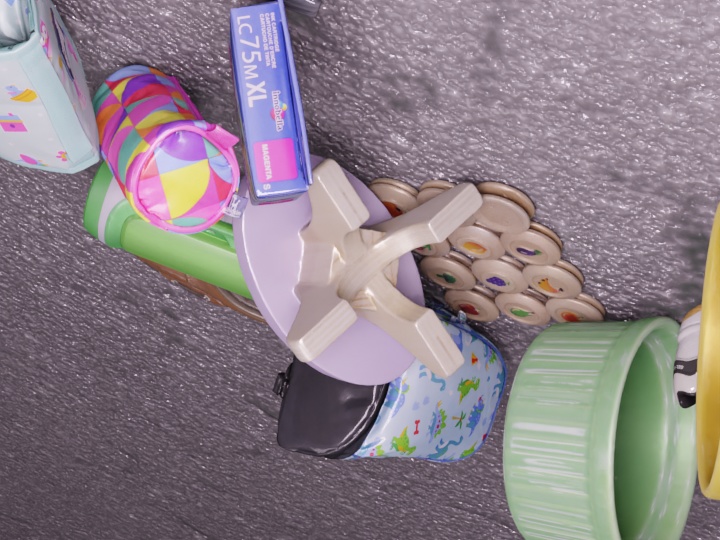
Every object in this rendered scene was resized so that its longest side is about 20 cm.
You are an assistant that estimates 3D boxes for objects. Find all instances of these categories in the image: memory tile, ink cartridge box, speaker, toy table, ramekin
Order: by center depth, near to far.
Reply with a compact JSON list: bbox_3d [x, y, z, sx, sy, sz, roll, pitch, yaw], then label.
[{"bbox_3d":[-0.061,-0.106,1.177,0.042,0.121,0.200,-8,-179,-7],"label":"ink cartridge box"},{"bbox_3d":[0.000,0.000,1.344,0.200,0.184,0.117,44,163,-22],"label":"toy table"},{"bbox_3d":[0.189,0.133,1.417,0.097,0.201,0.200,4,150,30],"label":"ramekin"},{"bbox_3d":[0.101,-0.010,1.435,0.152,0.017,0.200,5,150,35],"label":"memory tile"},{"bbox_3d":[-0.127,-0.033,1.509,0.198,0.089,0.089,21,156,6],"label":"speaker"}]

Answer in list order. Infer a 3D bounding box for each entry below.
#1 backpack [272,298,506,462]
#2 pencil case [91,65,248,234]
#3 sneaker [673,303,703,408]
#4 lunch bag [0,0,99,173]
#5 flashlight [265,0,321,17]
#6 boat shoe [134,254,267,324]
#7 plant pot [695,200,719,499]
[{"bbox_3d":[0.033,0.091,1.522,0.153,0.165,0.200,14,175,19],"label":"backpack"},{"bbox_3d":[-0.142,-0.091,1.315,0.088,0.089,0.200,36,-176,-27],"label":"pencil case"},{"bbox_3d":[0.329,0.100,1.370,0.198,0.088,0.076,20,154,4],"label":"sneaker"},{"bbox_3d":[-0.273,-0.166,1.285,0.199,0.122,0.171,34,161,22],"label":"lunch bag"},{"bbox_3d":[-0.113,-0.217,1.144,0.198,0.068,0.068,21,131,-5],"label":"flashlight"},{"bbox_3d":[-0.122,-0.007,1.590,0.199,0.072,0.068,31,161,7],"label":"boat shoe"},{"bbox_3d":[0.322,0.056,1.175,0.187,0.202,0.201,5,154,6],"label":"plant pot"}]
